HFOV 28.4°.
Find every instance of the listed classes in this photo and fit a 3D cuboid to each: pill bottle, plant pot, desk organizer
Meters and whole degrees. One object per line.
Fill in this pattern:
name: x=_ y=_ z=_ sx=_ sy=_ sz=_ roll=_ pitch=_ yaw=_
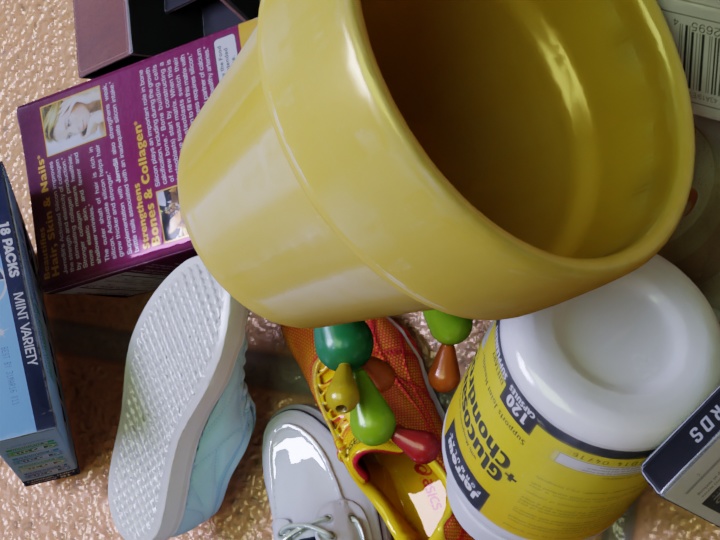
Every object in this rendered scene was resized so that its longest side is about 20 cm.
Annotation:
pill bottle: x=0.105 y=0.078 z=0.745 sx=0.112 sy=0.200 sz=0.112 roll=5 pitch=58 yaw=-8
plant pot: x=0.018 y=-0.062 z=0.652 sx=0.189 sy=0.200 sz=0.202 roll=-29 pitch=70 yaw=48
desk organizer: x=-0.109 y=-0.183 z=0.924 sx=0.200 sy=0.072 sz=0.077 roll=-12 pitch=82 yaw=48

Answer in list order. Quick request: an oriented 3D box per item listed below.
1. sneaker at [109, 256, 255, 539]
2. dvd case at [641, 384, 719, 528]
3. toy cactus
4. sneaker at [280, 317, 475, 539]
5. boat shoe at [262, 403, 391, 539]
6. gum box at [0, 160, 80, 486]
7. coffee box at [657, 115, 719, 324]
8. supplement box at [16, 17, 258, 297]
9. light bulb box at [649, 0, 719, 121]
sneaker: x=-0.101 y=0.078 z=0.903 sx=0.074 sy=0.082 sz=0.201 roll=35 pitch=116 yaw=30
dvd case: x=0.245 y=0.080 z=0.678 sx=0.150 sy=0.200 sz=0.025 roll=-50 pitch=38 yaw=15
toy cactus: x=0.000 y=0.000 z=0.802 sx=0.164 sy=0.102 sz=0.201 roll=14 pitch=104 yaw=6
sneaker: x=0.009 y=0.085 z=0.865 sx=0.073 sy=0.077 sz=0.200 roll=-45 pitch=65 yaw=18
boat shoe: x=-0.017 y=0.174 z=0.874 sx=0.073 sy=0.067 sz=0.201 roll=-32 pitch=71 yaw=21
gum box: x=-0.228 y=0.043 z=0.934 sx=0.044 sy=0.200 sz=0.171 roll=-13 pitch=77 yaw=-10
coffee box: x=0.169 y=-0.041 z=0.791 sx=0.114 sy=0.080 sz=0.200 roll=-45 pitch=67 yaw=17
supplement box: x=-0.112 y=-0.066 z=0.930 sx=0.199 sy=0.103 sz=0.131 roll=-14 pitch=80 yaw=25
light bulb box: x=0.227 y=-0.172 z=0.694 sx=0.198 sy=0.200 sz=0.125 roll=21 pitch=138 yaw=28
